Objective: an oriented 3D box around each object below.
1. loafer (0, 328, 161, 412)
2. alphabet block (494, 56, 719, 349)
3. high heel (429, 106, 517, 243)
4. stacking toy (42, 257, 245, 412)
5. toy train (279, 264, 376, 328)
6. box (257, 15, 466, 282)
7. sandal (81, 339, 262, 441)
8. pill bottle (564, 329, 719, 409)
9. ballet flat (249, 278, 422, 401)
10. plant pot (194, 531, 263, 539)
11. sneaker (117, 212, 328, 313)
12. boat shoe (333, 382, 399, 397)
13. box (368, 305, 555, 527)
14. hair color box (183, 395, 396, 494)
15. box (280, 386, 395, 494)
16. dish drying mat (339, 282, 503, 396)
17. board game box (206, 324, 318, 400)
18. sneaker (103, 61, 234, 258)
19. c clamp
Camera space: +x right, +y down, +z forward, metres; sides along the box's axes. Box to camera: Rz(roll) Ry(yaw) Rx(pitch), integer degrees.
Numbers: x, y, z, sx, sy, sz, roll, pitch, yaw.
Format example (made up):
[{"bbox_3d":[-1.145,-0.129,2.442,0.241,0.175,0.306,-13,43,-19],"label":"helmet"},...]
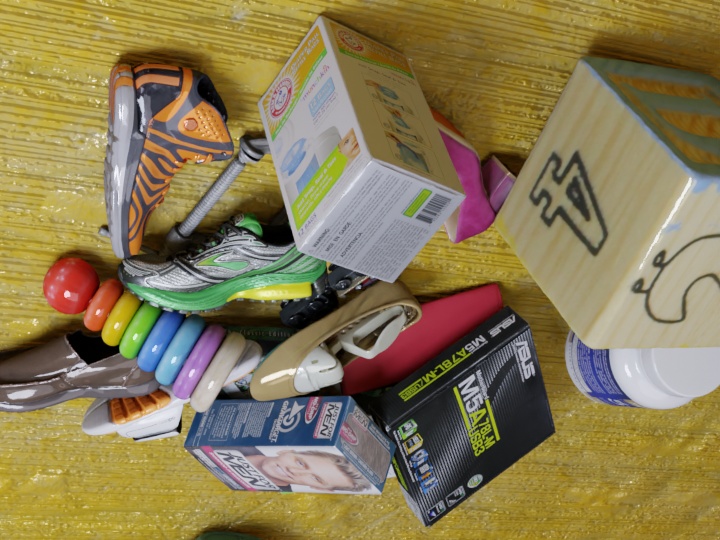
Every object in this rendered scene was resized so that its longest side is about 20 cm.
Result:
[{"bbox_3d":[-0.297,0.088,1.335,0.198,0.073,0.071,-7,124,-10],"label":"loafer"},{"bbox_3d":[0.279,-0.062,1.275,0.194,0.197,0.201,2,129,-32],"label":"alphabet block"},{"bbox_3d":[0.073,-0.092,1.291,0.096,0.067,0.200,-47,144,12],"label":"high heel"},{"bbox_3d":[-0.212,0.051,1.278,0.199,0.086,0.086,31,123,-4],"label":"stacking toy"},{"bbox_3d":[0.000,0.000,1.376,0.200,0.034,0.046,-37,146,21],"label":"toy train"},{"bbox_3d":[-0.004,-0.106,1.150,0.101,0.201,0.113,19,127,-33],"label":"box"},{"bbox_3d":[-0.187,0.137,1.368,0.205,0.079,0.059,-21,117,9],"label":"sandal"},{"bbox_3d":[0.312,0.090,1.447,0.119,0.121,0.200,-7,178,-13],"label":"pill bottle"},{"bbox_3d":[-0.022,0.076,1.357,0.200,0.063,0.069,-37,139,-17],"label":"ballet flat"},{"bbox_3d":[-0.162,0.395,1.624,0.199,0.200,0.136,8,93,-27],"label":"plant pot"},{"bbox_3d":[-0.131,-0.015,1.268,0.198,0.078,0.086,-8,117,-12],"label":"sneaker"},{"bbox_3d":[0.069,0.110,1.486,0.199,0.073,0.063,5,135,-18],"label":"boat shoe"},{"bbox_3d":[0.117,0.164,1.467,0.192,0.048,0.201,-32,136,-12],"label":"box"},{"bbox_3d":[-0.075,0.183,1.390,0.199,0.061,0.100,-6,141,34],"label":"hair color box"},{"bbox_3d":[-0.030,0.195,1.516,0.199,0.037,0.145,-13,141,18],"label":"box"},{"bbox_3d":[0.065,0.074,1.446,0.199,0.018,0.077,-15,106,-16],"label":"dish drying mat"},{"bbox_3d":[-0.139,0.101,1.414,0.198,0.024,0.105,4,133,-11],"label":"board game box"},{"bbox_3d":[-0.170,-0.092,1.193,0.111,0.078,0.201,-2,134,-17],"label":"sneaker"},{"bbox_3d":[-0.122,-0.061,1.278,0.170,0.027,0.200,28,120,-38],"label":"c clamp"}]
